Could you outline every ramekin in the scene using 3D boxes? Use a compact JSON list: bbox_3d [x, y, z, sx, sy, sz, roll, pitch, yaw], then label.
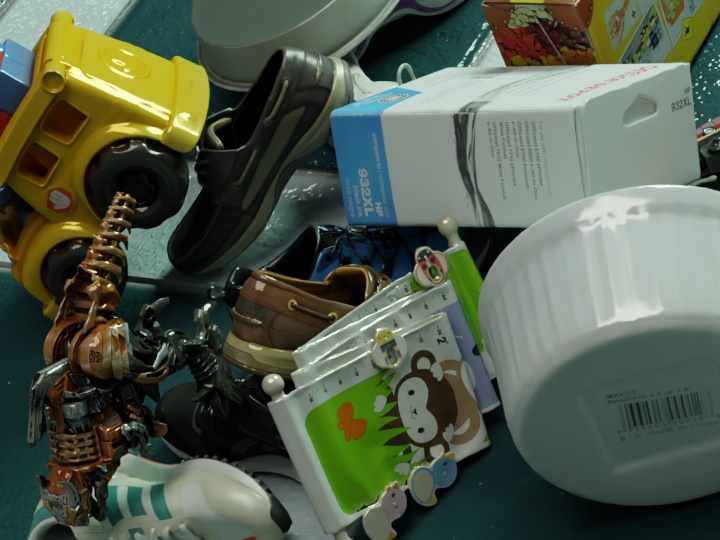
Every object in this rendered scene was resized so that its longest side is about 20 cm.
[{"bbox_3d":[0.173,0.052,1.548,0.200,0.201,0.098,-15,47,13],"label":"ramekin"}]

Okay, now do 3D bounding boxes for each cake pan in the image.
[{"bbox_3d":[-0.049,-0.222,2.007,0.200,0.037,0.200,-23,38,20],"label":"cake pan"}]

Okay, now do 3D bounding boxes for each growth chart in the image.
[{"bbox_3d":[0.026,0.077,1.647,0.200,0.145,0.018,-40,16,-30],"label":"growth chart"}]

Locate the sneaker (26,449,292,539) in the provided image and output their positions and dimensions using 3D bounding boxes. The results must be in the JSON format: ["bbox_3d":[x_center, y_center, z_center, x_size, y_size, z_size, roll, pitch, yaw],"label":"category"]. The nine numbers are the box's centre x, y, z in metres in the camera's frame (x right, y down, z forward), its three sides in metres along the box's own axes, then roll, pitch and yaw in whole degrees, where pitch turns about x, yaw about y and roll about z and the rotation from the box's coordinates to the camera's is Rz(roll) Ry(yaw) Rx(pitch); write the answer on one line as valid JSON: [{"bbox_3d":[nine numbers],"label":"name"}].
[{"bbox_3d":[-0.134,0.170,1.685,0.200,0.070,0.093,7,55,38],"label":"sneaker"}]

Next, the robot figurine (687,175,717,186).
[{"bbox_3d":[0.259,-0.009,1.676,0.200,0.058,0.145,-22,38,4],"label":"robot figurine"}]

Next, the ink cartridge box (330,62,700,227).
[{"bbox_3d":[0.104,-0.084,1.736,0.200,0.084,0.145,2,16,38],"label":"ink cartridge box"}]

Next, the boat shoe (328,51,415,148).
[{"bbox_3d":[0.018,-0.116,1.928,0.086,0.075,0.202,-28,29,-9],"label":"boat shoe"}]

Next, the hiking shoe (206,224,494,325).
[{"bbox_3d":[0.000,0.000,1.783,0.200,0.087,0.074,-30,39,-6],"label":"hiking shoe"}]

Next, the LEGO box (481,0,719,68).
[{"bbox_3d":[0.181,-0.197,1.860,0.077,0.149,0.200,6,47,34],"label":"LEGO box"}]

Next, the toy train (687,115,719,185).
[{"bbox_3d":[0.252,-0.089,1.791,0.200,0.034,0.046,-28,35,-4],"label":"toy train"}]

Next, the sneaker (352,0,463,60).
[{"bbox_3d":[0.010,-0.229,2.050,0.200,0.075,0.100,-30,39,-6],"label":"sneaker"}]

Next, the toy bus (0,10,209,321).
[{"bbox_3d":[-0.229,-0.084,1.872,0.200,0.192,0.136,-56,20,26],"label":"toy bus"}]

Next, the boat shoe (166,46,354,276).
[{"bbox_3d":[-0.087,-0.085,1.884,0.200,0.073,0.075,-52,29,17],"label":"boat shoe"}]

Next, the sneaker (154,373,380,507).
[{"bbox_3d":[-0.061,0.087,1.715,0.200,0.088,0.076,9,50,36],"label":"sneaker"}]

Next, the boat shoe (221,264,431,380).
[{"bbox_3d":[0.004,0.032,1.685,0.200,0.068,0.072,1,14,-36],"label":"boat shoe"}]

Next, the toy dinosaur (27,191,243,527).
[{"bbox_3d":[-0.153,0.059,1.646,0.102,0.136,0.200,34,111,37],"label":"toy dinosaur"}]
